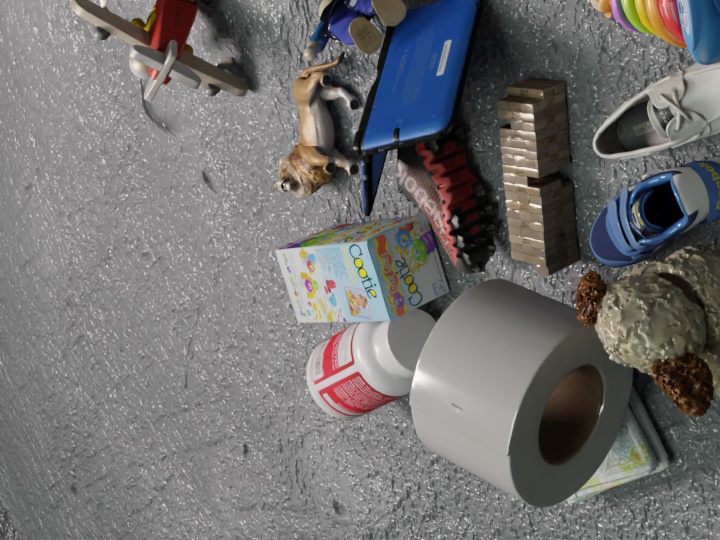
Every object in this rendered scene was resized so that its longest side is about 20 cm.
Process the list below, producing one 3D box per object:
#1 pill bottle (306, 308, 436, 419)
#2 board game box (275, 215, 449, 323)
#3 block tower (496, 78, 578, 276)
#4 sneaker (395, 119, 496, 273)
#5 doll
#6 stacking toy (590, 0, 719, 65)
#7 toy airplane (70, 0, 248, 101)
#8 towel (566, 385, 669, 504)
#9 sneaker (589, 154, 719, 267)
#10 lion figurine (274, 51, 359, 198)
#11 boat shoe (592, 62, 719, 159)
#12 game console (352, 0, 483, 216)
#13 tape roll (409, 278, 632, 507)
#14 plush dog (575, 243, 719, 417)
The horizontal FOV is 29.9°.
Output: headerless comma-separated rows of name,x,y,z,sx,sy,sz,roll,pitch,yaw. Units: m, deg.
pill bottle,0.021,0.116,1.734,0.200,0.112,0.113,-32,84,55
board game box,0.000,0.000,1.699,0.199,0.103,0.106,-3,107,54
block tower,0.189,-0.099,1.437,0.058,0.054,0.201,16,121,48
sneaker,0.093,-0.090,1.554,0.098,0.071,0.202,-15,95,54
doll,-0.014,-0.290,1.535,0.048,0.137,0.200,40,-177,-22
stacking toy,0.270,-0.253,1.218,0.200,0.109,0.117,18,127,60
toy airplane,-0.265,-0.294,1.791,0.141,0.199,0.201,-41,78,43
towel,0.245,0.156,1.523,0.171,0.048,0.201,-34,82,52
sneaker,0.280,-0.055,1.316,0.200,0.082,0.074,-37,74,55
lion figurine,-0.057,-0.185,1.710,0.122,0.072,0.202,27,116,52
boat shoe,0.295,-0.151,1.256,0.200,0.065,0.072,-18,95,55
game console,0.066,-0.179,1.467,0.170,0.201,0.118,-10,141,34
tape roll,0.168,0.125,1.397,0.139,0.202,0.204,25,128,42
plush dog,0.299,0.042,1.272,0.200,0.171,0.161,41,138,32
